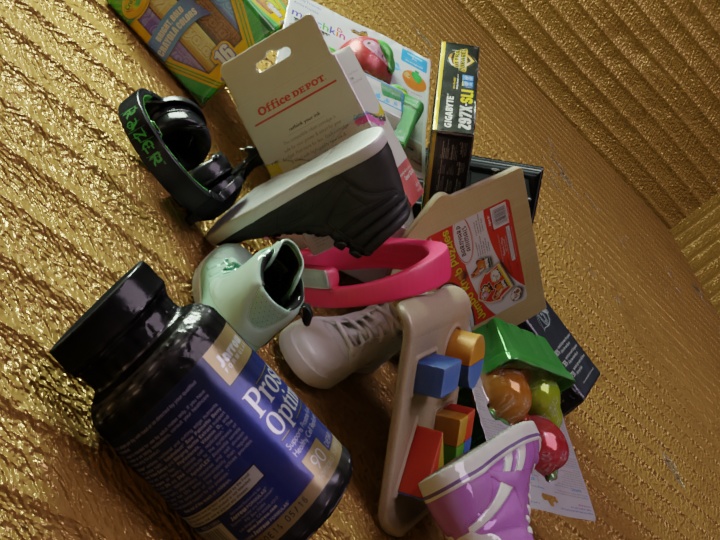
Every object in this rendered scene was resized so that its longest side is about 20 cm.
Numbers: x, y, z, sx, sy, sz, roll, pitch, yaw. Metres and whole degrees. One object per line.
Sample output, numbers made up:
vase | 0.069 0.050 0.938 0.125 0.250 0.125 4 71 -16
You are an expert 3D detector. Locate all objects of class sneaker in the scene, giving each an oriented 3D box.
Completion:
sneaker | 0.007 0.049 1.084 0.074 0.115 0.199 57 21 11
sneaker | 0.125 0.208 1.002 0.200 0.072 0.115 -17 74 -58
sneaker | -0.043 -0.042 1.036 0.100 0.198 0.071 58 19 -20
sneaker | -0.083 0.012 0.944 0.074 0.118 0.201 41 21 -19

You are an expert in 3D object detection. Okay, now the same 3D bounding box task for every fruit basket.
fruit basket | -0.002 -0.205 1.217 0.183 0.094 0.202 23 51 -17
fruit basket | 0.167 0.160 1.193 0.184 0.093 0.203 21 51 -47

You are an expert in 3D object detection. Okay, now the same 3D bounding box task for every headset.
headset | -0.145 -0.108 1.050 0.124 0.093 0.200 57 8 16

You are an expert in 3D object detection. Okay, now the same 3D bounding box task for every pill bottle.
pill bottle | -0.107 0.096 0.758 0.200 0.111 0.112 48 20 -11

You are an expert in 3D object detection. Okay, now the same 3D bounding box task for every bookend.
bookend | 0.135 -0.075 1.464 0.195 0.094 0.201 10 24 3

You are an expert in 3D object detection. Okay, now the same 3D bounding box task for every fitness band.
fitness band | 0.000 0.000 1.087 0.142 0.199 0.038 -14 102 -30

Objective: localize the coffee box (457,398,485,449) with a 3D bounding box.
coffee box | 0.125 0.142 1.283 0.122 0.044 0.202 21 36 -54

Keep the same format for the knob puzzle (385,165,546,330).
knob puzzle | 0.100 0.004 1.220 0.219 0.221 0.030 36 0 -34

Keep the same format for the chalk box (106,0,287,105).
chalk box | -0.188 -0.308 1.258 0.200 0.123 0.125 48 19 -9

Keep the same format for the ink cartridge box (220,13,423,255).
ink cartridge box | -0.037 -0.133 1.088 0.202 0.115 0.068 63 20 -9

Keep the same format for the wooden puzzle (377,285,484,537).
wooden puzzle | 0.072 0.124 1.043 0.185 0.046 0.204 -12 107 -68

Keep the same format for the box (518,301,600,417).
box | 0.197 0.095 1.434 0.201 0.104 0.148 53 20 7

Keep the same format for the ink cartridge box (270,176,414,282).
ink cartridge box | -0.023 -0.091 1.259 0.144 0.085 0.201 26 28 -16

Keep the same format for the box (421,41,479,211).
box | 0.097 -0.125 1.266 0.048 0.202 0.161 8 46 3
